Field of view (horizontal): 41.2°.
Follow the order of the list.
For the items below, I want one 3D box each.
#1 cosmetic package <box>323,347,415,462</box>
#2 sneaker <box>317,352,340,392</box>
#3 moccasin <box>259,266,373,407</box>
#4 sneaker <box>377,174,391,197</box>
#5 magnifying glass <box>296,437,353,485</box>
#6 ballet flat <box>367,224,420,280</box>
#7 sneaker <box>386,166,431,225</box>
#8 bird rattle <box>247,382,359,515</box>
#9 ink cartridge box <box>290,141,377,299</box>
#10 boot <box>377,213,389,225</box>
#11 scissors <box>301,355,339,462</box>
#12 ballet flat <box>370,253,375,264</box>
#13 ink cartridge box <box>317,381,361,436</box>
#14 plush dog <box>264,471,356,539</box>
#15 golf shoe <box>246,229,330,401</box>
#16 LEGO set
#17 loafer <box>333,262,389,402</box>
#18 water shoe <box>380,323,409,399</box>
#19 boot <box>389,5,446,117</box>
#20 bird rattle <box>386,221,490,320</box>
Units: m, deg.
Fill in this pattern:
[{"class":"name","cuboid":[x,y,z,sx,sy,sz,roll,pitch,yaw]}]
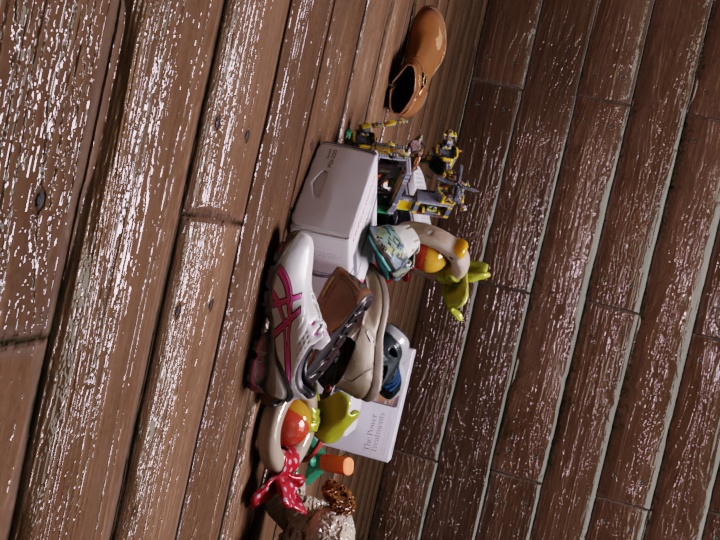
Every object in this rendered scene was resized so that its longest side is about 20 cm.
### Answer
[{"class":"cosmetic package","cuboid":[0.003,0.220,1.694,0.052,0.148,0.204,23,80,-80]},{"class":"sneaker","cuboid":[-0.053,0.100,1.448,0.082,0.072,0.203,-52,144,-62]},{"class":"moccasin","cuboid":[-0.068,0.087,1.221,0.203,0.077,0.073,-56,164,16]},{"class":"sneaker","cuboid":[0.003,-0.111,1.520,0.093,0.075,0.200,-62,176,20]},{"class":"magnifying glass","cuboid":[-0.064,0.284,1.427,0.199,0.022,0.081,-12,-106,60]},{"class":"ballet flat","cuboid":[0.050,-0.034,1.315,0.200,0.073,0.076,70,34,-84]},{"class":"sneaker","cuboid":[0.075,-0.079,1.578,0.079,0.078,0.203,-69,152,-51]},{"class":"bird rattle","cuboid":[-0.102,0.225,1.314,0.201,0.111,0.165,-50,141,-32]},{"class":"ink cartridge box","cuboid":[-0.032,-0.050,1.286,0.201,0.083,0.147,87,18,-56]},{"class":"boot","cuboid":[0.005,-0.035,1.604,0.150,0.072,0.203,-13,119,-80]},{"class":"scissors","cuboid":[-0.046,0.188,1.410,0.201,0.073,0.014,-54,144,5]},{"class":"ballet flat","cuboid":[0.000,0.000,1.467,0.057,0.066,0.203,-46,138,-44]},{"class":"ink cartridge box","cuboid":[-0.031,0.160,1.599,0.148,0.084,0.204,30,74,-81]},{"class":"plush dog","cuboid":[-0.064,0.391,1.353,0.172,0.159,0.203,-41,-153,61]},{"class":"golf shoe","cuboid":[-0.074,0.055,1.145,0.073,0.090,0.204,-28,129,-77]},{"class":"LEGO set","cuboid":[0.073,-0.161,1.381,0.116,0.197,0.156,115,-14,-55]},{"class":"loafer","cuboid":[-0.003,0.083,1.367,0.076,0.066,0.204,-33,-127,58]},{"class":"water shoe","cuboid":[0.029,0.161,1.564,0.079,0.071,0.201,-41,154,-27]},{"class":"boot","cuboid":[0.095,-0.375,1.722,0.155,0.076,0.203,-38,148,-70]},{"class":"bird rattle","cuboid":[0.101,-0.026,1.470,0.113,0.198,0.164,-54,163,-24]}]
